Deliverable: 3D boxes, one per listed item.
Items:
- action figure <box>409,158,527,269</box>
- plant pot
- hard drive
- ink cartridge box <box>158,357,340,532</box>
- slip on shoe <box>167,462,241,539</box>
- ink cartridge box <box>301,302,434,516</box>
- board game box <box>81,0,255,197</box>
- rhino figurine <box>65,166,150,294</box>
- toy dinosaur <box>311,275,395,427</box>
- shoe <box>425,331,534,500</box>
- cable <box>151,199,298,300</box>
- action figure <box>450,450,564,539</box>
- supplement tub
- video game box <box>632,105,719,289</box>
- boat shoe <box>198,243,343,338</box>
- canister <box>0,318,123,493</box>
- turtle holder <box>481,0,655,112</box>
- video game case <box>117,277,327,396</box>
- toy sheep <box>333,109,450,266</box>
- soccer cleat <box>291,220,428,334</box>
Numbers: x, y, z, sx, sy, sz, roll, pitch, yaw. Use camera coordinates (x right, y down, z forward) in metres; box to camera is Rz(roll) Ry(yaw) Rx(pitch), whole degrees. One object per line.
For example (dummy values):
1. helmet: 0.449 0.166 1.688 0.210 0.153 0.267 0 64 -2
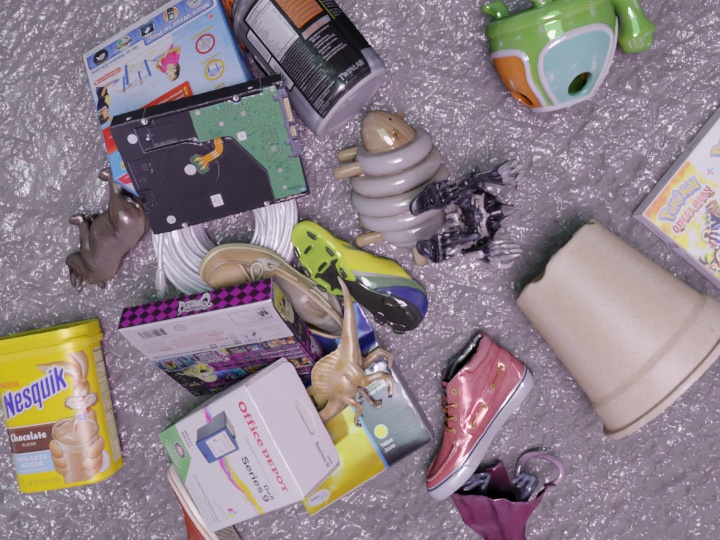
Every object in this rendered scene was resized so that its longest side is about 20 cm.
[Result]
1. action figure: 0.138 -0.060 0.724 0.100 0.198 0.123 0 99 36
2. plant pot: 0.286 0.051 0.736 0.183 0.200 0.201 44 97 12
3. hard drive: -0.165 -0.131 0.734 0.194 0.038 0.142 -15 126 -1
4. ink cartridge box: -0.140 0.218 0.792 0.198 0.087 0.148 -30 89 35
5. slip on shoe: -0.209 0.348 0.858 0.060 0.074 0.204 -26 95 10
6. ink cartridge box: -0.034 0.181 0.841 0.195 0.047 0.203 -32 91 7
7. board game box: -0.231 -0.226 0.797 0.196 0.056 0.200 -26 69 8
8. rhino figurine: -0.338 -0.037 0.837 0.200 0.059 0.088 -44 80 30
9. toy dinosaur: -0.009 0.119 0.775 0.098 0.058 0.206 11 105 -10
10. shoe: 0.125 0.179 0.802 0.090 0.071 0.202 38 88 -5
11. cable: -0.173 -0.059 0.829 0.193 0.069 0.207 -6 92 6
12. action figure: 0.183 0.345 0.817 0.147 0.132 0.206 -23 107 -35
13. supplement tub: -0.070 -0.277 0.777 0.122 0.123 0.201 -39 88 7
14. video game box: 0.464 -0.088 0.769 0.181 0.047 0.202 39 96 5
15. boat shoe: -0.101 0.030 0.778 0.198 0.063 0.074 29 106 -35
16. canister: -0.405 0.180 0.861 0.144 0.087 0.206 -10 94 7
17. turtle holder: 0.237 -0.268 0.751 0.183 0.139 0.135 -28 109 -32
18. video game case: -0.159 0.089 0.779 0.194 0.183 0.037 -11 52 15
19. toy sheep: 0.046 -0.096 0.776 0.134 0.139 0.204 -17 121 7
20. soccer cleat: 0.000 0.001 0.809 0.198 0.084 0.065 35 129 -4
